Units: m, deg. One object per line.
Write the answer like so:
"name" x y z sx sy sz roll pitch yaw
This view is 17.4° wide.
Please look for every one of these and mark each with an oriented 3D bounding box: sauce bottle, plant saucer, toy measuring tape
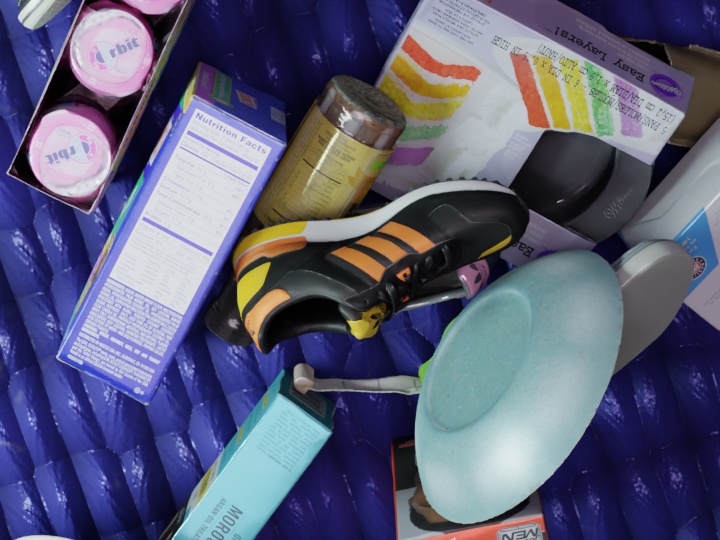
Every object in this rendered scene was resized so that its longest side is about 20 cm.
"sauce bottle" -0.043 -0.037 1.598 0.065 0.065 0.200 31 114 -6
"plant saucer" 0.090 0.067 1.541 0.039 0.201 0.201 30 101 -26
"toy measuring tape" 0.054 0.058 1.666 0.200 0.074 0.074 3 102 -4

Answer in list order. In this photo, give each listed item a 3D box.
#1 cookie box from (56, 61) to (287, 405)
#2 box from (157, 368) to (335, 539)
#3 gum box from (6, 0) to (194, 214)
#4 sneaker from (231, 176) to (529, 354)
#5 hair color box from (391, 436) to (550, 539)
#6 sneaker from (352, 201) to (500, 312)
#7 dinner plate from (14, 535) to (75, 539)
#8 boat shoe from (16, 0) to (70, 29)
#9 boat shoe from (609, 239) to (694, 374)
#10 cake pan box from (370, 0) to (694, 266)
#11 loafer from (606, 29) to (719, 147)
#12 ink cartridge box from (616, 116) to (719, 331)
"cookie box" -0.125 -0.030 1.602 0.075 0.171 0.200 27 100 -7
"box" -0.095 0.170 1.688 0.049 0.082 0.200 36 99 -6
"gum box" -0.165 -0.150 1.605 0.066 0.114 0.200 25 100 -5
"sneaker" 0.017 0.005 1.531 0.200 0.090 0.070 -12 142 5
"hair color box" 0.076 0.167 1.625 0.101 0.200 0.061 -11 106 2
"sneaker" 0.000 0.000 1.629 0.200 0.082 0.070 -14 122 23
"dinner plate" -0.177 0.261 1.671 0.200 0.024 0.200 20 141 17
"boat shoe" -0.188 -0.259 1.606 0.062 0.075 0.200 28 95 0
"boat shoe" 0.140 0.041 1.584 0.070 0.072 0.201 15 125 -43
"cake pan box" 0.105 -0.098 1.608 0.200 0.052 0.184 29 132 -5
"loafer" 0.219 -0.121 1.634 0.200 0.067 0.076 11 102 -2
"ink cartridge box" 0.291 -0.002 1.640 0.200 0.068 0.115 37 103 -28
